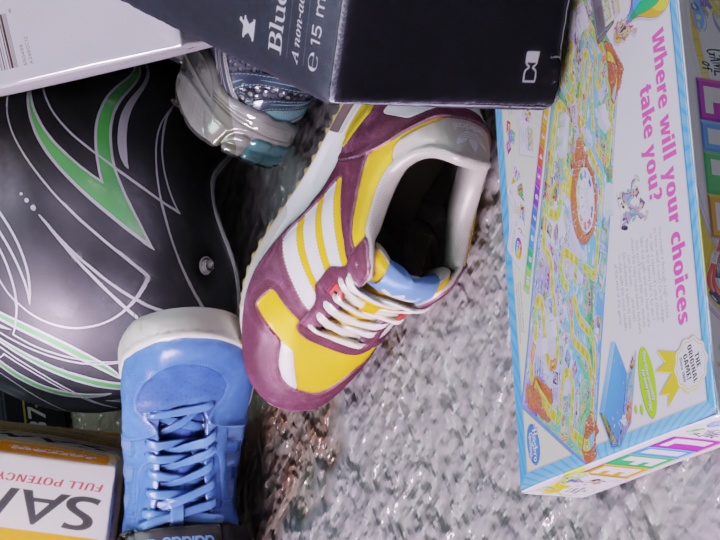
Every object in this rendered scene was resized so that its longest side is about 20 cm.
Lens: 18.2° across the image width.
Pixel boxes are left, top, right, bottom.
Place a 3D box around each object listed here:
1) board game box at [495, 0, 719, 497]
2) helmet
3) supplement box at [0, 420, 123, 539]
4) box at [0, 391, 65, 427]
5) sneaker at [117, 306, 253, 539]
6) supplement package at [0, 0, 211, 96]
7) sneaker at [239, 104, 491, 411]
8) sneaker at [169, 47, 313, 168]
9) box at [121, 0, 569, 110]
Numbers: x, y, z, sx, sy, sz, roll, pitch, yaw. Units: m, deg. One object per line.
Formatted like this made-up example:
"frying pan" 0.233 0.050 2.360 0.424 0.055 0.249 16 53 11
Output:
"board game box" 0.106 -0.022 0.900 0.134 0.034 0.202 -31 57 56
"helmet" -0.161 -0.019 1.259 0.200 0.199 0.192 -53 23 43
"supplement box" -0.198 0.126 1.271 0.200 0.125 0.074 -170 87 -85
"box" -0.253 0.144 1.521 0.200 0.049 0.162 -52 38 45
"sneaker" -0.089 0.106 1.156 0.200 0.076 0.112 107 159 -59
"supplement package" -0.176 -0.169 1.132 0.199 0.111 0.157 -11 96 18
"sneaker" 0.000 0.000 1.052 0.090 0.074 0.201 -113 39 -51
"sneaker" -0.066 -0.143 1.231 0.086 0.077 0.200 -52 43 21
"box" -0.004 -0.186 0.941 0.200 0.117 0.198 30 117 53
